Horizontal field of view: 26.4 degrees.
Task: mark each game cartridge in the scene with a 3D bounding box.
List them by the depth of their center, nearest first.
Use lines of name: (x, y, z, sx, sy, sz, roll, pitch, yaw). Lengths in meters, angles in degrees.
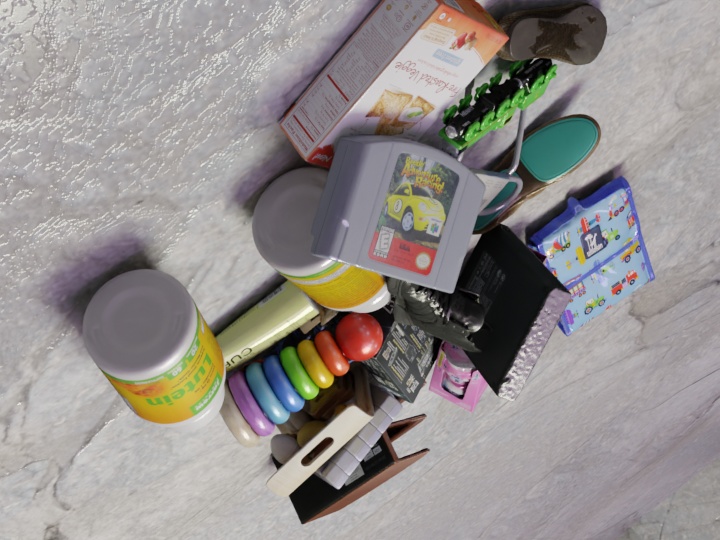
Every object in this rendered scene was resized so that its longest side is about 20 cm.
game cartridge: (0.042, -0.059, 1.496, 0.199, 0.041, 0.134, 15, 89, -46)
game cartridge: (-0.026, 0.189, 1.862, 0.130, 0.038, 0.200, -47, -162, -10)

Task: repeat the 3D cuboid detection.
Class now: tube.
tube: (-0.138, 0.084, 1.706, 0.199, 0.052, 0.058, -35, 125, 4)

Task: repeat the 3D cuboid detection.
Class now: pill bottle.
pill bottle: (-0.198, 0.090, 1.546, 0.111, 0.111, 0.200, -33, 154, -8)
pill bottle: (-0.026, -0.022, 1.596, 0.111, 0.111, 0.200, -39, 154, 4)

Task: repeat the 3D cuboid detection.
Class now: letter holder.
letter holder: (0.007, 0.236, 2.024, 0.142, 0.101, 0.200, -9, 157, -48)

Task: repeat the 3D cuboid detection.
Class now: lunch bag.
lunch bag: (0.297, -0.034, 2.039, 0.150, 0.094, 0.201, -32, 141, -8)

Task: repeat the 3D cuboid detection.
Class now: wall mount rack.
wall mount rack: (0.115, -0.125, 1.659, 0.174, 0.075, 0.199, -47, 154, 26)

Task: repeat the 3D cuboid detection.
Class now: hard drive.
hard drive: (0.162, 0.042, 1.756, 0.033, 0.200, 0.140, 20, 106, -23)

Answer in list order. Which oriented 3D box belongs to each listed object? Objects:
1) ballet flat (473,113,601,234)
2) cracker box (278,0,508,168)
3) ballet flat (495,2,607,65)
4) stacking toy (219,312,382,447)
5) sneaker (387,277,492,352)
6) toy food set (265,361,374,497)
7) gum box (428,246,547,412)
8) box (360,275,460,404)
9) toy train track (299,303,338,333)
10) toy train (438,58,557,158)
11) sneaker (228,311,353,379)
ballet flat: (0.195, -0.112, 1.794, 0.200, 0.068, 0.072, -41, 176, 8)
cracker box: (0.033, -0.181, 1.473, 0.200, 0.058, 0.134, -47, 152, 20)
ballet flat: (0.193, -0.245, 1.595, 0.199, 0.046, 0.068, -14, 115, -49)
stacking toy: (-0.062, 0.114, 1.711, 0.199, 0.086, 0.085, -30, 154, 3)
sneaker: (0.088, 0.031, 1.640, 0.200, 0.103, 0.060, 80, 28, -67)
toy food set: (-0.059, 0.169, 1.824, 0.143, 0.060, 0.200, -44, -162, 12)
gum box: (0.158, 0.071, 1.934, 0.201, 0.066, 0.114, -58, 167, -28)
box: (0.061, 0.057, 1.836, 0.161, 0.043, 0.200, -61, 158, -10)
toy train track: (0.000, 0.000, 1.731, 0.200, 0.033, 0.115, -39, -174, 23)
toy train: (0.140, -0.170, 1.582, 0.200, 0.042, 0.057, -38, 159, -43)
sneaker: (-0.078, 0.112, 1.816, 0.199, 0.076, 0.078, -29, 169, -12)
